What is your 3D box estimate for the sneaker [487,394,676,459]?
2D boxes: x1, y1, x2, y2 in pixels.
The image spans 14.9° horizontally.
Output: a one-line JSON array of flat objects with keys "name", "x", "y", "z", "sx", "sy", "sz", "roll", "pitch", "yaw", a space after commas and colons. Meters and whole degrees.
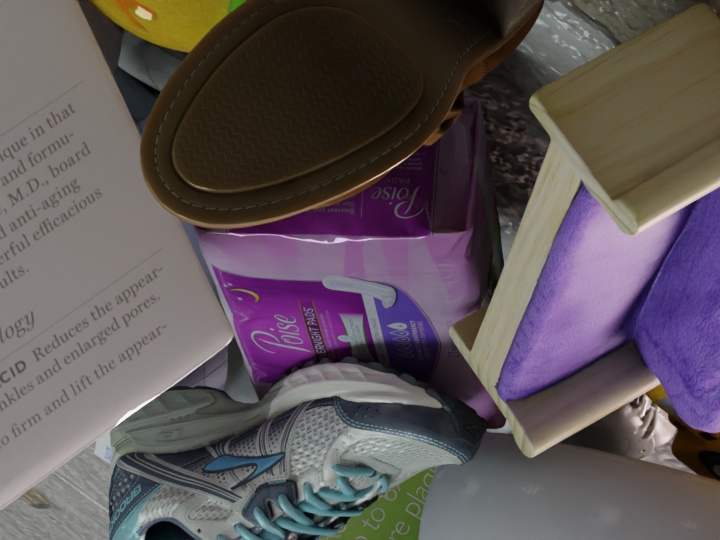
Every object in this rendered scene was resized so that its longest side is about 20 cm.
[{"name": "sneaker", "x": 0.115, "y": 0.048, "z": 1.285, "sx": 0.092, "sy": 0.076, "sz": 0.200, "roll": 22, "pitch": 168, "yaw": -5}]

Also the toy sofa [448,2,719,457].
[{"name": "toy sofa", "x": 0.105, "y": 0.001, "z": 1.040, "sx": 0.098, "sy": 0.083, "sz": 0.200, "roll": 55, "pitch": 158, "yaw": 19}]

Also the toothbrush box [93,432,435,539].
[{"name": "toothbrush box", "x": -0.018, "y": 0.079, "z": 1.438, "sx": 0.199, "sy": 0.146, "sz": 0.086, "roll": 32, "pitch": 163, "yaw": 3}]

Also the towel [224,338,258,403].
[{"name": "towel", "x": -0.088, "y": 0.014, "z": 1.383, "sx": 0.199, "sy": 0.150, "sz": 0.031, "roll": 21, "pitch": 162, "yaw": 33}]

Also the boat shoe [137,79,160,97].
[{"name": "boat shoe", "x": -0.094, "y": -0.076, "z": 1.288, "sx": 0.199, "sy": 0.068, "sz": 0.072, "roll": 15, "pitch": 155, "yaw": 43}]

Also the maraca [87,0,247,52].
[{"name": "maraca", "x": -0.070, "y": -0.144, "z": 1.012, "sx": 0.200, "sy": 0.106, "sz": 0.138, "roll": -166, "pitch": 67, "yaw": -71}]

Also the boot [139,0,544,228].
[{"name": "boot", "x": -0.013, "y": -0.060, "z": 0.992, "sx": 0.077, "sy": 0.200, "sz": 0.155, "roll": 43, "pitch": 154, "yaw": 1}]

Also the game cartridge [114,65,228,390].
[{"name": "game cartridge", "x": -0.115, "y": -0.022, "z": 1.274, "sx": 0.133, "sy": 0.040, "sz": 0.201, "roll": 37, "pitch": 151, "yaw": 34}]

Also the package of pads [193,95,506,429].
[{"name": "package of pads", "x": 0.000, "y": 0.000, "z": 1.176, "sx": 0.120, "sy": 0.076, "sz": 0.200, "roll": 1, "pitch": 153, "yaw": 8}]

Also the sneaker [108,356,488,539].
[{"name": "sneaker", "x": -0.029, "y": 0.096, "z": 1.195, "sx": 0.199, "sy": 0.087, "sz": 0.077, "roll": -13, "pitch": 148, "yaw": 39}]

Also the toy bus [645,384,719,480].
[{"name": "toy bus", "x": 0.179, "y": 0.038, "z": 1.141, "sx": 0.078, "sy": 0.065, "sz": 0.200, "roll": 35, "pitch": 161, "yaw": -11}]

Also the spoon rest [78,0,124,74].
[{"name": "spoon rest", "x": -0.142, "y": -0.150, "z": 1.083, "sx": 0.060, "sy": 0.100, "sz": 0.201, "roll": -14, "pitch": 123, "yaw": 5}]

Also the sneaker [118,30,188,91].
[{"name": "sneaker", "x": -0.043, "y": -0.109, "z": 1.131, "sx": 0.080, "sy": 0.077, "sz": 0.200, "roll": 28, "pitch": 170, "yaw": -22}]

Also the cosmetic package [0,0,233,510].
[{"name": "cosmetic package", "x": -0.184, "y": -0.028, "z": 1.036, "sx": 0.165, "sy": 0.165, "sz": 0.201, "roll": 19, "pitch": 139, "yaw": 55}]

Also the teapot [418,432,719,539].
[{"name": "teapot", "x": 0.110, "y": 0.162, "z": 1.228, "sx": 0.196, "sy": 0.147, "sz": 0.200, "roll": 11, "pitch": 171, "yaw": 17}]

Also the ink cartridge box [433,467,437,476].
[{"name": "ink cartridge box", "x": 0.116, "y": 0.198, "z": 1.368, "sx": 0.197, "sy": 0.201, "sz": 0.043, "roll": 11, "pitch": -168, "yaw": -8}]
